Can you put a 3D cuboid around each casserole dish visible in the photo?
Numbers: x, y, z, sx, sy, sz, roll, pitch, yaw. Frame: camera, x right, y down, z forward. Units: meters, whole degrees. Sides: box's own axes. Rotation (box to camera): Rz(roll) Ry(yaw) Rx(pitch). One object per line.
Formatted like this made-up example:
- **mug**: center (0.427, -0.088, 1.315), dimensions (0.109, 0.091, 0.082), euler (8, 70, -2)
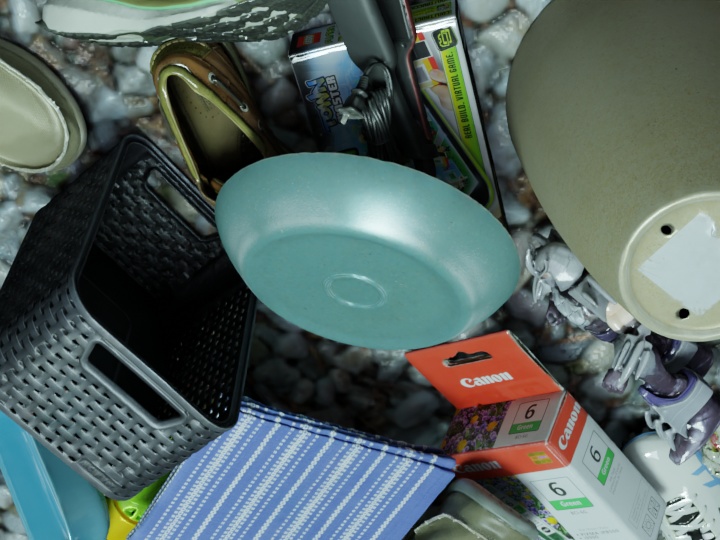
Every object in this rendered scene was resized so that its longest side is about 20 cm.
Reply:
- **casserole dish**: center (-0.227, 0.135, 0.922), dimensions (0.038, 0.202, 0.122), euler (-16, 156, -29)

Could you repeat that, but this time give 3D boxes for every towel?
- **towel**: center (-0.044, 0.158, 0.896), dimensions (0.198, 0.024, 0.146), euler (19, 120, -30)

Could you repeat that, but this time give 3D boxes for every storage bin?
- **storage bin**: center (-0.146, 0.025, 0.816), dimensions (0.093, 0.201, 0.135), euler (-34, 116, 23)

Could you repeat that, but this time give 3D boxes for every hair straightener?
- **hair straightener**: center (0.004, -0.105, 0.762), dimensions (0.040, 0.077, 0.202), euler (15, 136, 32)

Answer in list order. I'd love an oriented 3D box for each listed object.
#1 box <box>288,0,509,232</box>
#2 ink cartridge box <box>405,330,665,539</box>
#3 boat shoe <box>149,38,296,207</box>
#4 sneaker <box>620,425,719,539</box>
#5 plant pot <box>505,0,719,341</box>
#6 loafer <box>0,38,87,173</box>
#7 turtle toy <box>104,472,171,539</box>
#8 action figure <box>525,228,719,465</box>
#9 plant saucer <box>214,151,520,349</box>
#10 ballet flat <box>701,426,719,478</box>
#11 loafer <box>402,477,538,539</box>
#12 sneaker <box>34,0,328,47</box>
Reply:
- **box**: center (0.032, -0.070, 0.846), dimensions (0.108, 0.035, 0.202), euler (-11, 122, 10)
- **ink cartridge box**: center (0.120, 0.133, 0.933), dimensions (0.108, 0.051, 0.200), euler (-16, 126, 46)
- **boat shoe**: center (-0.078, -0.061, 0.836), dimensions (0.071, 0.068, 0.201), euler (-24, 119, 17)
- **sneaker**: center (0.263, 0.198, 0.990), dimensions (0.071, 0.073, 0.201), euler (-27, 117, 21)
- **plant pot**: center (0.182, -0.055, 0.750), dimensions (0.184, 0.201, 0.190), euler (1, 124, 2)
- **loafer**: center (-0.264, -0.120, 0.806), dimensions (0.199, 0.069, 0.076), euler (34, 119, -18)
- **turtle toy**: center (-0.129, 0.129, 0.939), dimensions (0.199, 0.102, 0.146), euler (34, 117, -28)
- **action figure**: center (0.173, 0.043, 0.867), dimensions (0.069, 0.131, 0.200), euler (-42, 121, 14)
- **plant saucer**: center (0.000, 0.000, 0.806), dimensions (0.197, 0.036, 0.201), euler (11, 151, 6)
- **ballet flat**: center (0.336, 0.096, 0.923), dimensions (0.198, 0.076, 0.065), euler (-22, 103, 12)
- **loafer**: center (0.071, 0.210, 0.951), dimensions (0.075, 0.070, 0.200), euler (33, 156, 3)
- **sneaker**: center (-0.105, -0.176, 0.729), dimensions (0.197, 0.077, 0.090), euler (4, 95, 30)
